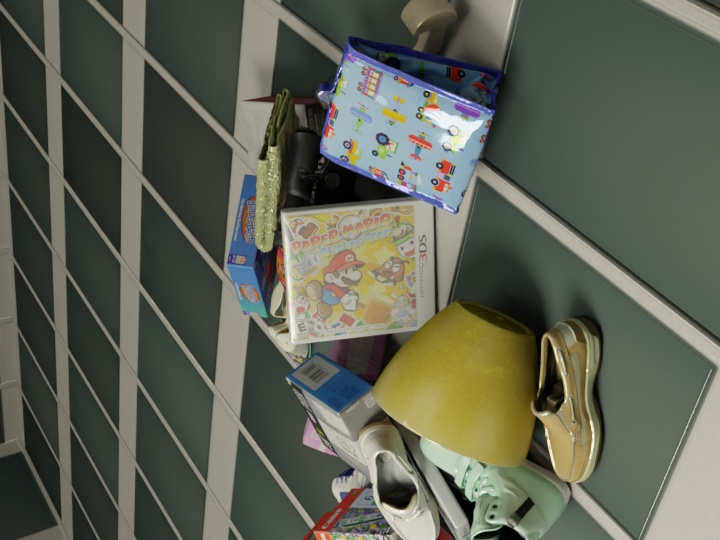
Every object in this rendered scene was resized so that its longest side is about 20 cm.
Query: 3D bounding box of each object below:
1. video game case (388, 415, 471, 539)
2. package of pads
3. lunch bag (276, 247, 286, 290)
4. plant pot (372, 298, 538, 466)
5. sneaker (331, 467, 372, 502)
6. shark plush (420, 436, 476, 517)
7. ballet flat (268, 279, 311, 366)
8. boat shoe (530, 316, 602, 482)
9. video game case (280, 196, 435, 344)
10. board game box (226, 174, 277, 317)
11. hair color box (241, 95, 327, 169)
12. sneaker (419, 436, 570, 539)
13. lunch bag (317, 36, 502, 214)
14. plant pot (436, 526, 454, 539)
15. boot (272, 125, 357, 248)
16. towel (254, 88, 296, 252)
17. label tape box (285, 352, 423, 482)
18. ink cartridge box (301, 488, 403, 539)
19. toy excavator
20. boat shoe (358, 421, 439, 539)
[{"bbox_3d":[0.094,0.278,1.405,0.200,0.022,0.182,59,175,27],"label":"video game case"},{"bbox_3d":[-0.023,0.168,1.537,0.121,0.075,0.201,-73,3,-47],"label":"package of pads"},{"bbox_3d":[-0.045,-0.014,1.544,0.176,0.082,0.201,50,142,30],"label":"lunch bag"},{"bbox_3d":[0.132,0.118,1.228,0.200,0.199,0.143,34,105,48],"label":"plant pot"},{"bbox_3d":[0.002,0.328,1.600,0.115,0.080,0.200,35,132,45],"label":"sneaker"},{"bbox_3d":[0.144,0.247,1.349,0.083,0.091,0.201,-29,65,17],"label":"shark plush"},{"bbox_3d":[-0.118,0.077,1.704,0.072,0.072,0.201,39,134,45],"label":"ballet flat"},{"bbox_3d":[0.223,0.152,1.171,0.072,0.076,0.201,18,118,54],"label":"boat shoe"},{"bbox_3d":[0.000,0.000,1.361,0.023,0.199,0.183,-121,27,-69],"label":"video game case"},{"bbox_3d":[-0.162,-0.034,1.614,0.200,0.045,0.153,88,-170,-67],"label":"board game box"},{"bbox_3d":[-0.103,-0.204,1.569,0.200,0.064,0.112,18,119,56],"label":"hair color box"},{"bbox_3d":[0.139,0.261,1.248,0.200,0.118,0.074,23,131,26],"label":"sneaker"},{"bbox_3d":[0.045,-0.175,1.203,0.094,0.199,0.151,-74,1,-49],"label":"lunch bag"},{"bbox_3d":[0.054,0.477,1.460,0.201,0.182,0.201,50,151,42],"label":"plant pot"},{"bbox_3d":[-0.014,-0.095,1.404,0.076,0.199,0.169,-179,102,-70],"label":"boot"},{"bbox_3d":[-0.117,-0.136,1.446,0.201,0.036,0.149,100,-179,-47],"label":"towel"},{"bbox_3d":[-0.005,0.222,1.403,0.144,0.063,0.201,25,146,54],"label":"label tape box"},{"bbox_3d":[-0.005,0.358,1.471,0.199,0.109,0.051,-7,111,36],"label":"ink cartridge box"},{"bbox_3d":[0.046,-0.239,1.287,0.100,0.200,0.194,58,-171,25],"label":"toy excavator"},{"bbox_3d":[0.050,0.289,1.319,0.069,0.071,0.201,-101,-14,-64],"label":"boat shoe"}]
